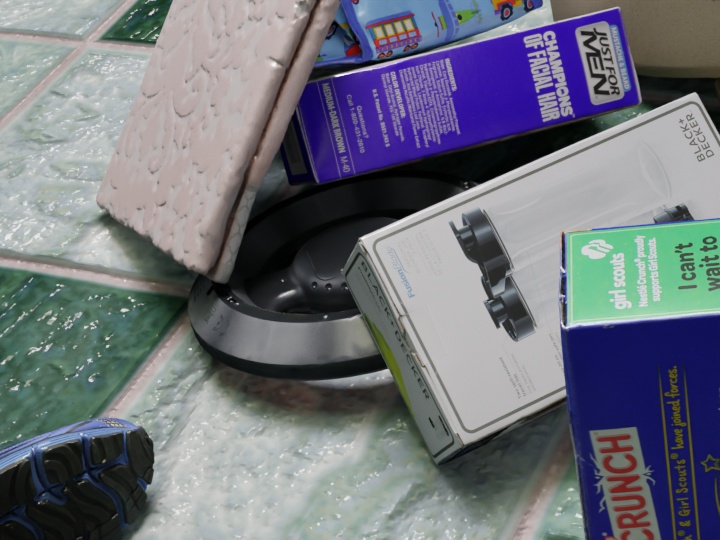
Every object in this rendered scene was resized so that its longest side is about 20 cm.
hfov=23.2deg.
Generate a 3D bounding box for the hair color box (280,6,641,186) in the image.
[{"bbox_3d":[0.053,-0.102,1.045,0.200,0.065,0.109,-16,5,-9],"label":"hair color box"}]

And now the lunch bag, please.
[{"bbox_3d":[-0.009,-0.168,1.142,0.151,0.094,0.200,-21,2,-35],"label":"lunch bag"}]

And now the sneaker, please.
[{"bbox_3d":[-0.199,0.117,0.867,0.200,0.075,0.078,-20,34,-13],"label":"sneaker"}]

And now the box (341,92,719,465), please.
[{"bbox_3d":[0.104,0.003,0.889,0.200,0.060,0.117,-25,81,-16],"label":"box"}]

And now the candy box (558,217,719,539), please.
[{"bbox_3d":[0.191,0.063,0.743,0.200,0.169,0.077,-6,32,8],"label":"candy box"}]

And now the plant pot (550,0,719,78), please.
[{"bbox_3d":[0.236,-0.224,1.068,0.200,0.200,0.177,-24,31,-15],"label":"plant pot"}]

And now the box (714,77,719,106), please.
[{"bbox_3d":[0.297,-0.077,0.974,0.163,0.021,0.200,-16,33,8],"label":"box"}]

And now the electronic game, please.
[{"bbox_3d":[0.000,0.000,0.987,0.200,0.042,0.200,-11,29,6],"label":"electronic game"}]

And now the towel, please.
[{"bbox_3d":[-0.084,-0.103,1.025,0.032,0.191,0.200,20,5,-28],"label":"towel"}]
